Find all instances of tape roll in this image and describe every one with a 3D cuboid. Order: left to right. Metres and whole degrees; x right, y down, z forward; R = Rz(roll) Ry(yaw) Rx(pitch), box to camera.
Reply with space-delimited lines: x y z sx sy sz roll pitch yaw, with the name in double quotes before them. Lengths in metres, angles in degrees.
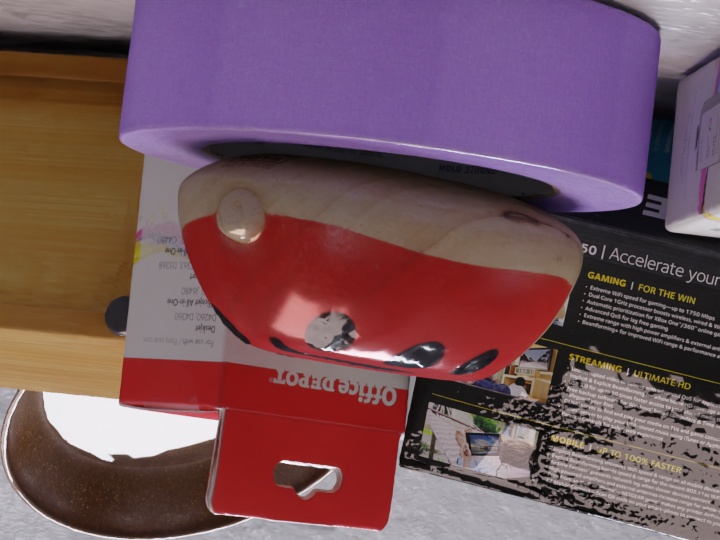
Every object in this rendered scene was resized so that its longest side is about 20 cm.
"tape roll" 0.011 -0.068 1.109 0.200 0.066 0.200 6 176 0

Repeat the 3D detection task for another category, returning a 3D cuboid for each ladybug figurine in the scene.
"ladybug figurine" 0.006 0.001 1.124 0.136 0.072 0.200 4 175 37

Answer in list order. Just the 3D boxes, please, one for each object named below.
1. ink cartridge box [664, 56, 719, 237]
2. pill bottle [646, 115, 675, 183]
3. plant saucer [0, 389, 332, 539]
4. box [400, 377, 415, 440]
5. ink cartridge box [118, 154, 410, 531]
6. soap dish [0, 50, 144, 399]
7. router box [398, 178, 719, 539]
"ink cartridge box" 0.191 -0.046 1.105 0.116 0.068 0.200 7 177 -4
"pill bottle" 0.106 -0.017 1.322 0.200 0.111 0.111 5 176 13
"plant saucer" -0.086 0.061 1.476 0.200 0.037 0.200 -11 139 -10
"box" -0.034 0.025 1.634 0.097 0.124 0.200 1 172 41
"ink cartridge box" -0.036 0.006 1.251 0.067 0.200 0.116 1 173 44
"soap dish" -0.148 -0.027 1.314 0.200 0.157 0.081 5 167 20
"router box" 0.127 0.038 1.252 0.200 0.149 0.051 14 -147 6
